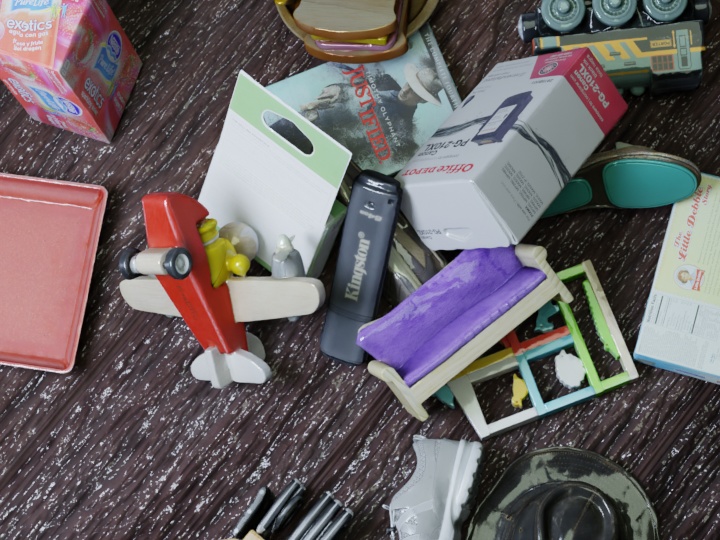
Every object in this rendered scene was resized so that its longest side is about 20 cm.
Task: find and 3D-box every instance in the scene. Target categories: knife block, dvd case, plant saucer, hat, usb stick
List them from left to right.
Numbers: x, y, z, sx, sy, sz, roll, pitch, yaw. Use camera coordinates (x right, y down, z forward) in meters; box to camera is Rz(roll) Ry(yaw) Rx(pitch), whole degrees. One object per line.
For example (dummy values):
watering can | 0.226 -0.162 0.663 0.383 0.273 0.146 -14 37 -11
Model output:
plant saucer | -0.371 0.000 1.765 0.199 0.037 0.201 8 75 6
knife block | -0.086 0.306 1.641 0.174 0.064 0.201 -7 74 4
usb stick | 0.000 0.000 1.679 0.055 0.033 0.201 23 115 23
dvd case | 0.005 -0.160 1.784 0.199 0.022 0.147 -21 74 -2
hat | 0.196 0.261 1.617 0.199 0.081 0.202 0 77 -1

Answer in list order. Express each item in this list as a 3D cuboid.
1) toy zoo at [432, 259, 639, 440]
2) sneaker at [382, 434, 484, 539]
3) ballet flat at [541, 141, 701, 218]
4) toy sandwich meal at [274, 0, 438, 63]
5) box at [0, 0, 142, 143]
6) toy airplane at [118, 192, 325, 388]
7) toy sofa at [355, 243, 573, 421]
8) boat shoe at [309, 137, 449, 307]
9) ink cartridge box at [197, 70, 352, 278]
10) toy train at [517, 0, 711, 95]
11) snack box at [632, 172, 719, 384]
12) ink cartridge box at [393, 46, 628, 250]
toy zoo | 0.161 0.084 1.703 0.199 0.020 0.132 -20 74 -1
sneaker | 0.056 0.253 1.647 0.082 0.075 0.201 15 65 15
ballet flat | 0.241 -0.098 1.717 0.199 0.068 0.067 -5 37 10
toy sandwich meal | -0.007 -0.311 1.789 0.204 0.070 0.206 -3 67 7
box | -0.301 -0.220 1.734 0.094 0.200 0.103 18 76 11
toy airplane | -0.138 0.016 1.681 0.199 0.199 0.141 31 53 3
toy sofa | 0.097 0.046 1.650 0.200 0.083 0.098 -38 99 -6
boat shoe | 0.021 -0.052 1.728 0.073 0.074 0.201 -33 90 -21
ink cartridge box | -0.079 -0.092 1.687 0.145 0.200 0.048 37 43 14
toy train | 0.264 -0.234 1.754 0.199 0.085 0.115 -5 84 4
snack box | 0.352 0.008 1.698 0.116 0.037 0.201 15 76 10
ink cartridge box | 0.142 -0.118 1.665 0.200 0.144 0.084 -49 114 -24
